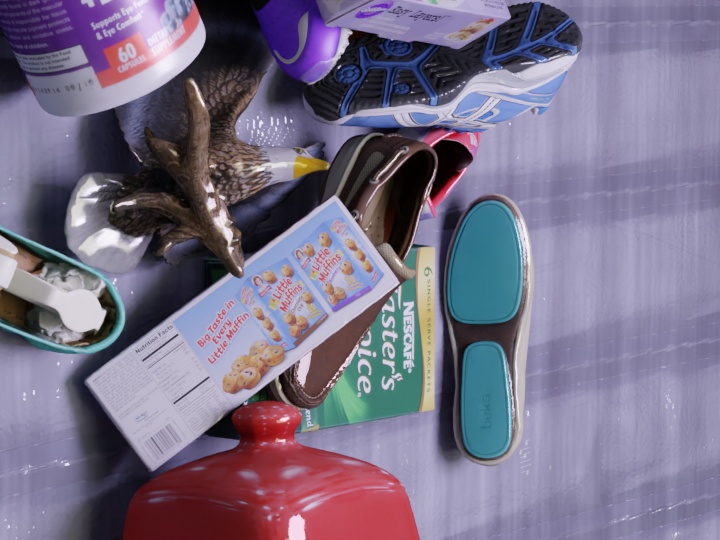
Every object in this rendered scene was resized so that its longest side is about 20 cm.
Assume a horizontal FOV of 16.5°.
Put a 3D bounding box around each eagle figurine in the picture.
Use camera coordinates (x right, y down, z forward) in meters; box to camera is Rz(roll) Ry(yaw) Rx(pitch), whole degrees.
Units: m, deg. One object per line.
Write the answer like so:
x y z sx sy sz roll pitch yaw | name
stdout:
-0.091 -0.071 1.565 0.150 0.200 0.152 27 111 -12 | eagle figurine

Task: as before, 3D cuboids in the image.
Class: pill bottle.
-0.176 -0.201 1.444 0.111 0.111 0.201 -44 122 -37 | pill bottle

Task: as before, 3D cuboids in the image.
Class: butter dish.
-0.057 0.156 1.556 0.199 0.199 0.149 -5 96 -48 | butter dish

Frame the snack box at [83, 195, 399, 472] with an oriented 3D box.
-0.074 0.039 1.572 0.200 0.024 0.072 -37 91 -11 | snack box

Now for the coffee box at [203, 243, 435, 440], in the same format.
-0.025 0.045 1.697 0.199 0.044 0.124 -3 95 -49 | coffee box

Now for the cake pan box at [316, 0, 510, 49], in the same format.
0.007 -0.239 1.572 0.200 0.052 0.185 1 66 -61 | cake pan box

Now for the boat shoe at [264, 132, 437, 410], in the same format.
-0.004 -0.003 1.629 0.075 0.075 0.203 37 63 -42 | boat shoe

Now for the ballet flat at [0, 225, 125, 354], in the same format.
-0.211 0.001 1.459 0.200 0.070 0.068 25 76 -47 | ballet flat

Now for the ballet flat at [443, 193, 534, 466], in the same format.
0.097 0.043 1.833 0.069 0.069 0.201 -1 97 -49 | ballet flat

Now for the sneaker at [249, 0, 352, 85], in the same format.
-0.073 -0.208 1.567 0.099 0.070 0.201 5 59 -40 | sneaker

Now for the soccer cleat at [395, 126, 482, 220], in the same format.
0.067 -0.105 1.762 0.200 0.076 0.067 -53 130 -31 | soccer cleat

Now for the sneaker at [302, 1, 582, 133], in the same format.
0.056 -0.121 1.683 0.199 0.076 0.077 -10 141 -18 | sneaker

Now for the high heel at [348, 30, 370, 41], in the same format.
0.005 -0.220 1.700 0.096 0.067 0.201 -83 161 -44 | high heel
